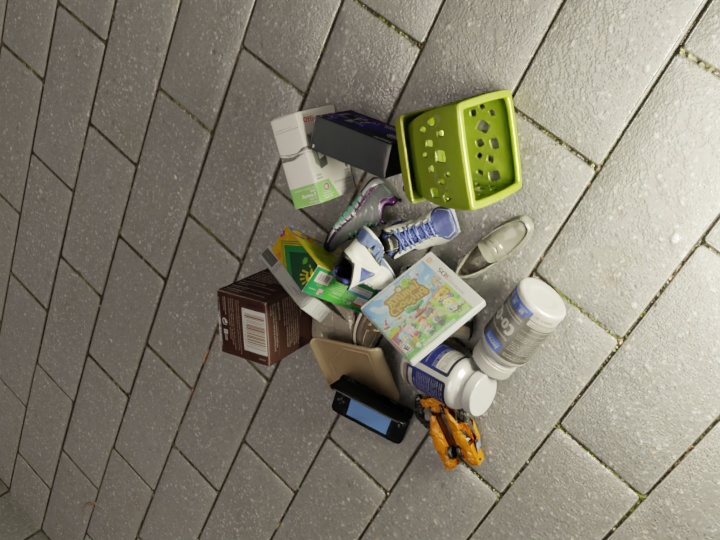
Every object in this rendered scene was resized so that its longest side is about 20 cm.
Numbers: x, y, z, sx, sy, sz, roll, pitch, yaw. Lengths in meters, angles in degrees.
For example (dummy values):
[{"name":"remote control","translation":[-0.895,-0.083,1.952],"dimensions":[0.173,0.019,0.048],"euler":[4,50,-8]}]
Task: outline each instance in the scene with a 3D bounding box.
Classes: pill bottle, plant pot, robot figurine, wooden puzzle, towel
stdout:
[{"name":"pill bottle","translation":[0.191,0.230,1.684],"dimensions":[0.198,0.114,0.118],"euler":[25,120,42]},{"name":"plant pot","translation":[0.184,-0.233,1.515],"dimensions":[0.179,0.198,0.203],"euler":[2,108,41]},{"name":"robot figurine","translation":[0.204,0.356,1.784],"dimensions":[0.143,0.058,0.203],"euler":[-19,95,38]},{"name":"wooden puzzle","translation":[-0.012,0.237,1.882],"dimensions":[0.197,0.037,0.187],"euler":[5,133,31]},{"name":"pill bottle","translation":[0.319,0.123,1.586],"dimensions":[0.114,0.113,0.202],"euler":[42,125,16]},{"name":"towel","translation":[-0.060,0.104,1.904],"dimensions":[0.130,0.034,0.204],"euler":[15,112,30]}]

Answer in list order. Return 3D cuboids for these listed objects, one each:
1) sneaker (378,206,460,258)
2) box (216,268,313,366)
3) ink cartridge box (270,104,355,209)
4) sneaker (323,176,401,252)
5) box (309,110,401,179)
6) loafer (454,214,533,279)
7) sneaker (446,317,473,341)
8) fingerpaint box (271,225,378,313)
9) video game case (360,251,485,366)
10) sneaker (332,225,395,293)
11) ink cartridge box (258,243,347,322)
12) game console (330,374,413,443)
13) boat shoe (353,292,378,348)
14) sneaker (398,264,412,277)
[{"name":"sneaker","translation":[0.110,-0.070,1.659],"dimensions":[0.197,0.115,0.082],"euler":[-16,99,39]},{"name":"box","translation":[-0.228,0.110,1.921],"dimensions":[0.162,0.199,0.170],"euler":[11,112,32]},{"name":"ink cartridge box","translation":[-0.104,-0.257,1.739],"dimensions":[0.083,0.145,0.204],"euler":[-9,101,36]},{"name":"sneaker","translation":[0.003,-0.107,1.723],"dimensions":[0.087,0.074,0.201],"euler":[40,96,8]},{"name":"box","translation":[0.013,-0.272,1.654],"dimensions":[0.197,0.140,0.080],"euler":[25,120,26]},{"name":"loafer","translation":[0.272,-0.041,1.590],"dimensions":[0.070,0.069,0.200],"euler":[53,127,10]},{"name":"sneaker","translation":[0.161,0.119,1.727],"dimensions":[0.197,0.074,0.081],"euler":[3,113,35]},{"name":"fingerpaint box","translation":[-0.080,0.001,1.741],"dimensions":[0.074,0.198,0.167],"euler":[-54,46,14]},{"name":"video game case","translation":[0.126,0.074,1.594],"dimensions":[0.182,0.199,0.022],"euler":[44,167,38]},{"name":"sneaker","translation":[0.000,0.000,1.651],"dimensions":[0.081,0.115,0.200],"euler":[46,170,35]},{"name":"ink cartridge box","translation":[-0.133,0.043,1.796],"dimensions":[0.044,0.174,0.200],"euler":[-44,55,2]},{"name":"game console","translation":[0.015,0.344,1.844],"dimensions":[0.197,0.117,0.178],"euler":[26,127,10]},{"name":"boat shoe","translation":[0.036,0.105,1.813],"dimensions":[0.059,0.071,0.204],"euler":[28,115,28]},{"name":"sneaker","translation":[0.146,0.055,1.678],"dimensions":[0.111,0.202,0.076],"euler":[-13,129,10]}]
